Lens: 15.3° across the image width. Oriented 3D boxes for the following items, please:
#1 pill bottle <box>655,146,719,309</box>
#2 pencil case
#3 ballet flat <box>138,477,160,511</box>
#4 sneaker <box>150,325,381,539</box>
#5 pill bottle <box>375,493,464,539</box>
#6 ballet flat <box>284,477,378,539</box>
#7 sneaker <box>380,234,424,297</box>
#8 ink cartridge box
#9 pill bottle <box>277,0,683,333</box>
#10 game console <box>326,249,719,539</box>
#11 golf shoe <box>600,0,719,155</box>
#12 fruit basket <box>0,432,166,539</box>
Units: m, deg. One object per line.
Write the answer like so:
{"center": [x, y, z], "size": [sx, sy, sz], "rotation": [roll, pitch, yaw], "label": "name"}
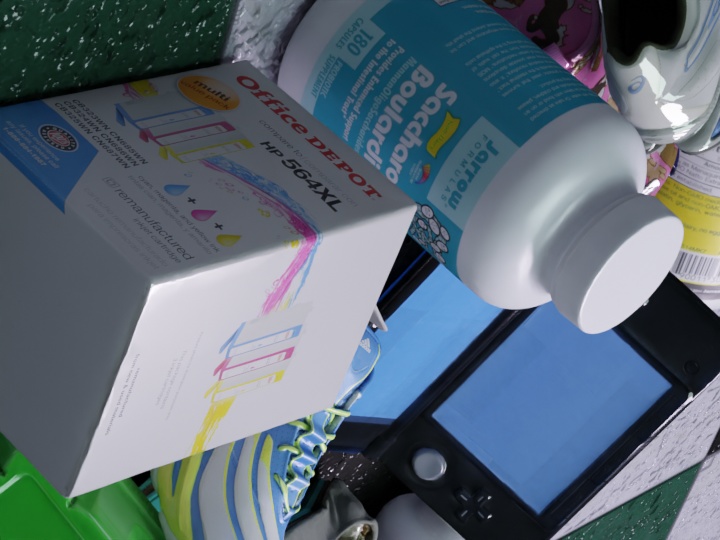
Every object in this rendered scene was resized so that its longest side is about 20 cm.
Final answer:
{"center": [0.212, -0.084, 1.578], "size": [0.114, 0.114, 0.200], "rotation": [-25, 145, -38], "label": "pill bottle"}
{"center": [0.112, -0.097, 1.439], "size": [0.083, 0.086, 0.200], "rotation": [-58, 152, -9], "label": "pencil case"}
{"center": [-0.118, 0.154, 1.466], "size": [0.067, 0.070, 0.200], "rotation": [39, 100, -18], "label": "ballet flat"}
{"center": [-0.043, 0.070, 1.316], "size": [0.105, 0.200, 0.076], "rotation": [-29, 134, 23], "label": "sneaker"}
{"center": [0.039, 0.215, 1.719], "size": [0.112, 0.112, 0.200], "rotation": [2, 126, -57], "label": "pill bottle"}
{"center": [-0.028, 0.167, 1.538], "size": [0.067, 0.064, 0.200], "rotation": [-46, 177, 15], "label": "ballet flat"}
{"center": [-0.002, -0.002, 1.423], "size": [0.104, 0.060, 0.200], "rotation": [-16, 147, -51], "label": "sneaker"}
{"center": [-0.083, -0.004, 1.229], "size": [0.200, 0.128, 0.126], "rotation": [-18, 140, -46], "label": "ink cartridge box"}
{"center": [0.061, -0.057, 1.290], "size": [0.111, 0.200, 0.111], "rotation": [-35, 150, -24], "label": "pill bottle"}
{"center": [0.076, 0.065, 1.454], "size": [0.200, 0.171, 0.118], "rotation": [-47, -178, 22], "label": "game console"}
{"center": [0.159, -0.160, 1.357], "size": [0.097, 0.078, 0.201], "rotation": [47, 41, -52], "label": "golf shoe"}
{"center": [-0.159, 0.165, 1.308], "size": [0.155, 0.216, 0.216], "rotation": [-38, 153, -5], "label": "fruit basket"}
